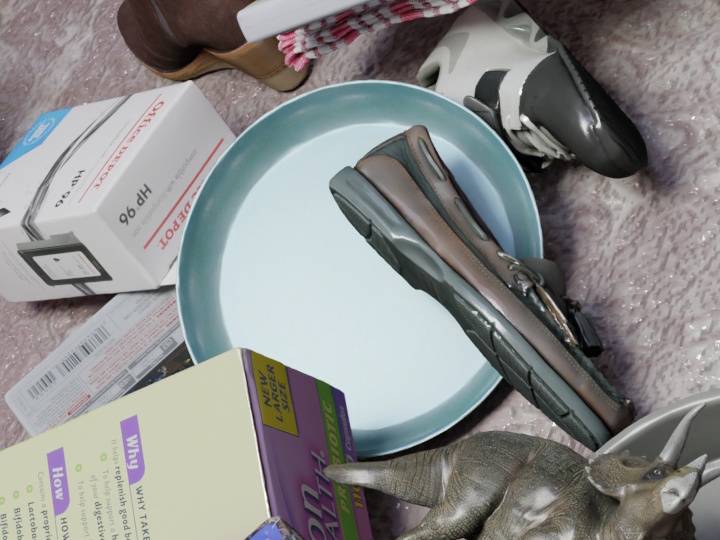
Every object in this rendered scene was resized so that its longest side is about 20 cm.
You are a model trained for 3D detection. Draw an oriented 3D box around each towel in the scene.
[{"bbox_3d":[0.056,-0.173,1.051,0.199,0.030,0.146,-9,23,49],"label":"towel"}]

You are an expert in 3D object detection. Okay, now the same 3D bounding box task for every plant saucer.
[{"bbox_3d":[0.000,0.000,0.961,0.198,0.027,0.202,-4,75,15],"label":"plant saucer"}]

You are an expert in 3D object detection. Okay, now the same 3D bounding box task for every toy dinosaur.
[{"bbox_3d":[0.071,0.108,0.791,0.199,0.077,0.102,7,50,48],"label":"toy dinosaur"}]

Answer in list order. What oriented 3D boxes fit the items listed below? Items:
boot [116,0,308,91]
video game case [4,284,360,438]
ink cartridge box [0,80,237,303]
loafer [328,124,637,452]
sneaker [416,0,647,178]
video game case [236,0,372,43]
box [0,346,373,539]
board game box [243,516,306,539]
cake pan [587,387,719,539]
[{"bbox_3d":[-0.130,-0.193,1.181,0.199,0.166,0.073,22,71,47],"label":"boot"},{"bbox_3d":[-0.092,0.053,1.041,0.200,0.023,0.182,-42,39,-7],"label":"video game case"},{"bbox_3d":[-0.148,-0.048,1.122,0.199,0.068,0.116,-6,43,45],"label":"ink cartridge box"},{"bbox_3d":[0.067,0.002,0.892,0.063,0.072,0.200,-42,65,-8],"label":"loafer"},{"bbox_3d":[0.086,-0.082,0.986,0.088,0.074,0.200,-42,29,6],"label":"sneaker"},{"bbox_3d":[0.053,-0.191,1.018,0.199,0.022,0.182,-13,19,38],"label":"video game case"},{"bbox_3d":[-0.096,0.160,0.875,0.199,0.096,0.177,-24,63,24],"label":"box"},{"bbox_3d":[-0.019,0.220,0.716,0.159,0.200,0.097,-40,39,4],"label":"board game box"},{"bbox_3d":[0.154,0.142,0.763,0.199,0.037,0.202,-23,45,25],"label":"cake pan"}]
